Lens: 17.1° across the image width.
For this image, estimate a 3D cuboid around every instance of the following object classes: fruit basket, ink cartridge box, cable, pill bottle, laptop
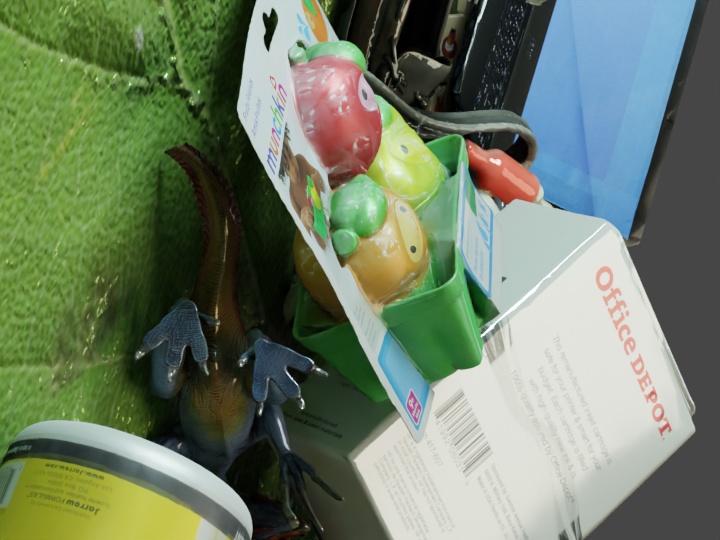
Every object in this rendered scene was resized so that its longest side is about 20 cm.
[{"bbox_3d":[0.000,-0.048,1.144,0.186,0.093,0.201,-84,155,-55],"label":"fruit basket"},{"bbox_3d":[0.066,0.081,1.263,0.200,0.084,0.147,-40,121,-24],"label":"ink cartridge box"},{"bbox_3d":[0.040,-0.064,1.279,0.097,0.050,0.200,-48,139,0],"label":"cable"},{"bbox_3d":[-0.126,0.172,0.981,0.112,0.111,0.201,65,41,-60],"label":"pill bottle"},{"bbox_3d":[0.133,-0.135,1.407,0.200,0.103,0.178,66,39,-70],"label":"laptop"}]

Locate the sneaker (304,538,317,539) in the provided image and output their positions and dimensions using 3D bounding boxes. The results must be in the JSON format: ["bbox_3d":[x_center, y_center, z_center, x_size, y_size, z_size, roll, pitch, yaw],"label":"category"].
[{"bbox_3d":[-0.045,0.192,1.220,0.078,0.077,0.200,-41,173,11],"label":"sneaker"}]

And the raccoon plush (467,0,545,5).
[{"bbox_3d":[0.030,-0.189,1.165,0.200,0.133,0.097,27,77,-70],"label":"raccoon plush"}]

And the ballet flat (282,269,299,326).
[{"bbox_3d":[0.000,0.000,1.329,0.200,0.071,0.072,8,94,-73],"label":"ballet flat"}]

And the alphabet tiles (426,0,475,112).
[{"bbox_3d":[0.072,-0.103,1.424,0.200,0.007,0.169,-18,118,-68],"label":"alphabet tiles"}]

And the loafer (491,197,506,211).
[{"bbox_3d":[0.082,0.017,1.454,0.201,0.063,0.072,68,32,-50],"label":"loafer"}]

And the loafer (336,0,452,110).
[{"bbox_3d":[0.024,-0.129,1.294,0.072,0.062,0.202,-21,121,-66],"label":"loafer"}]

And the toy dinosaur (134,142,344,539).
[{"bbox_3d":[-0.056,0.065,1.164,0.182,0.104,0.202,101,-5,-75],"label":"toy dinosaur"}]

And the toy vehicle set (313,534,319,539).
[{"bbox_3d":[0.025,0.130,1.421,0.201,0.026,0.124,-58,162,-13],"label":"toy vehicle set"}]
